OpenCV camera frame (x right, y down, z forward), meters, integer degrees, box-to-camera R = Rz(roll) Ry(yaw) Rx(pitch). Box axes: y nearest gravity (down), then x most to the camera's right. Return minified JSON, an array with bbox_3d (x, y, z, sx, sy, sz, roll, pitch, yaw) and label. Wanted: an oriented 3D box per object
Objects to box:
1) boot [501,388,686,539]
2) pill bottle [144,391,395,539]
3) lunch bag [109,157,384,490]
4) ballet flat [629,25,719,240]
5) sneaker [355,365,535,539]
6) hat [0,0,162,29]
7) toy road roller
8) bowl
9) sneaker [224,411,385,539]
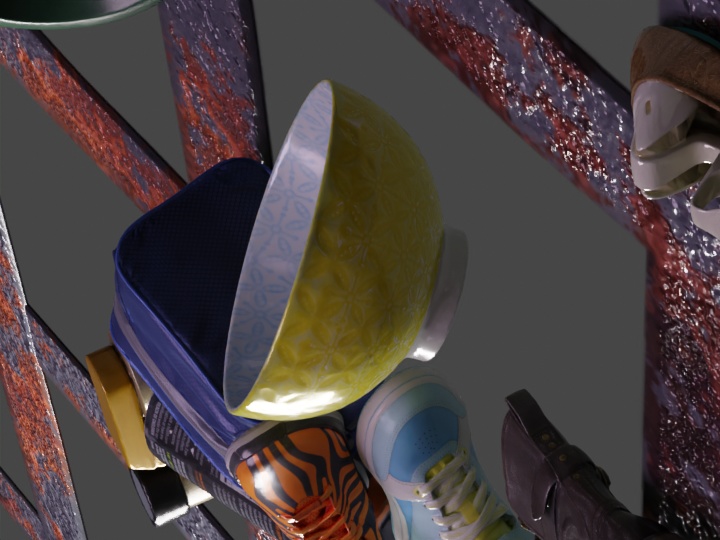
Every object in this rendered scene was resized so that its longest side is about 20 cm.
[{"bbox_3d":[0.148,0.181,1.578,0.174,0.069,0.201,43,152,49],"label":"boot"},{"bbox_3d":[-0.048,0.132,1.865,0.199,0.106,0.107,31,149,29],"label":"pill bottle"},{"bbox_3d":[-0.069,0.046,1.769,0.200,0.135,0.133,50,159,17],"label":"lunch bag"},{"bbox_3d":[0.166,-0.047,1.174,0.200,0.072,0.068,40,154,42],"label":"ballet flat"},{"bbox_3d":[0.070,0.153,1.687,0.131,0.079,0.201,45,166,37],"label":"sneaker"},{"bbox_3d":[-0.212,-0.268,1.714,0.165,0.200,0.177,-15,74,29],"label":"hat"},{"bbox_3d":[-0.144,0.083,2.031,0.146,0.122,0.201,55,164,43],"label":"toy road roller"},{"bbox_3d":[0.000,0.000,1.549,0.107,0.202,0.200,16,163,-11],"label":"bowl"},{"bbox_3d":[-0.016,0.161,1.681,0.113,0.077,0.200,64,-172,26],"label":"sneaker"}]
